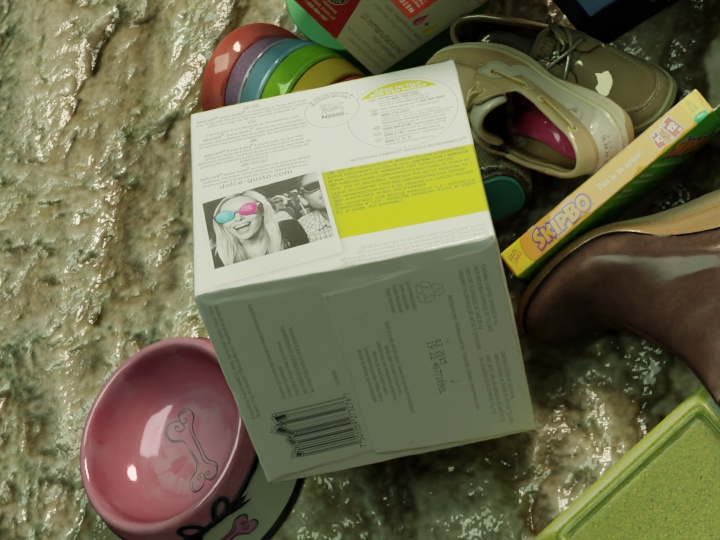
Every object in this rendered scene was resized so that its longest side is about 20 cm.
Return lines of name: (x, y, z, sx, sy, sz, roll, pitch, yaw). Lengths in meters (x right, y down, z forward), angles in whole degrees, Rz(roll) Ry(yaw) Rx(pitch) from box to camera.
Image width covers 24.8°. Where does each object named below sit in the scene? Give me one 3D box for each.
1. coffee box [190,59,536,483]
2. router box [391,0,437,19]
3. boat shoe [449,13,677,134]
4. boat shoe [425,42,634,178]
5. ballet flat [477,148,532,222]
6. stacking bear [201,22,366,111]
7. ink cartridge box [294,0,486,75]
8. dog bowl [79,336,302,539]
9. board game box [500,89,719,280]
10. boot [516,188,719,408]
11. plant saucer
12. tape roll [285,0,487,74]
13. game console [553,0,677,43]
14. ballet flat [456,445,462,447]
coffee box: (0.000, 0.000, 1.167, 0.199, 0.200, 0.198, -12, 43, 4)
router box: (0.068, -0.307, 1.179, 0.179, 0.049, 0.200, -32, 51, 17)
boat shoe: (0.155, -0.160, 1.294, 0.200, 0.065, 0.072, 25, 82, 39)
boat shoe: (0.113, -0.123, 1.259, 0.200, 0.069, 0.074, 25, 127, 38)
ballet flat: (0.045, -0.045, 1.320, 0.200, 0.068, 0.075, -26, 34, 14)
stacking bear: (-0.029, -0.130, 1.377, 0.200, 0.114, 0.122, 26, 83, 35)
ink cartridge box: (0.037, -0.291, 1.324, 0.200, 0.145, 0.145, -33, 54, 16)
dog bowl: (-0.144, 0.143, 1.336, 0.200, 0.074, 0.201, -14, 60, 26)
board game box: (0.193, -0.064, 1.203, 0.200, 0.096, 0.030, -38, 78, 11)
boot: (0.216, 0.033, 1.140, 0.200, 0.072, 0.167, -29, 41, 9)
plant saucer: (0.225, 0.186, 1.089, 0.200, 0.048, 0.200, -44, 51, 7)
tape roll: (0.028, -0.272, 1.445, 0.200, 0.048, 0.201, -14, 61, 27)
game console: (0.220, -0.225, 1.196, 0.176, 0.200, 0.117, -30, 53, 17)
ballet flat: (0.022, 0.075, 1.274, 0.200, 0.069, 0.071, 19, 61, 34)
